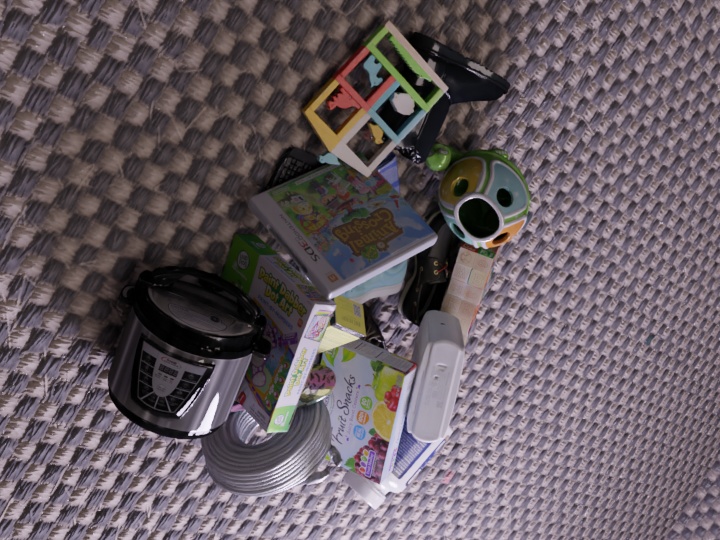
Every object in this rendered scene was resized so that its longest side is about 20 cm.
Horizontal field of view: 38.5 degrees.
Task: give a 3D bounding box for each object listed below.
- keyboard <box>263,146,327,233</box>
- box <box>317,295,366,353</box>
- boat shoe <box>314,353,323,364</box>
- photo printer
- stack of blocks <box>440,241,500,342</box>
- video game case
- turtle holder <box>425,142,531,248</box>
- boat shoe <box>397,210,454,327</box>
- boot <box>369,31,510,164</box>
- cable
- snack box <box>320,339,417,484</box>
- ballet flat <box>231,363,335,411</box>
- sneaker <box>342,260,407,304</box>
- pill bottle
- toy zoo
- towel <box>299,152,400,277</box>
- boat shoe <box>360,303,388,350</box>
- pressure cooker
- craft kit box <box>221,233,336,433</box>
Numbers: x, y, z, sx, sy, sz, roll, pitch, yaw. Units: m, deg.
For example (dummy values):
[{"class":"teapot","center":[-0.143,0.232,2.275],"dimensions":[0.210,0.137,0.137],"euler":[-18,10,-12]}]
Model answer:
[{"class":"keyboard","center":[-0.064,-0.094,1.488],"dimensions":[0.199,0.021,0.128],"euler":[20,103,-49]},{"class":"box","center":[-0.093,0.093,1.481],"dimensions":[0.199,0.051,0.075],"euler":[-23,151,31]},{"class":"boat shoe","center":[-0.082,0.120,1.596],"dimensions":[0.066,0.070,0.202],"euler":[-24,125,-29]},{"class":"photo printer","center":[0.117,0.160,1.642],"dimensions":[0.069,0.200,0.168],"euler":[12,103,-1]},{"class":"stack of blocks","center":[0.179,0.040,1.754],"dimensions":[0.115,0.058,0.202],"euler":[-49,157,-65]},{"class":"video game case","center":[-0.022,-0.067,1.400],"dimensions":[0.199,0.182,0.022],"euler":[-27,155,-33]},{"class":"turtle holder","center":[0.184,-0.122,1.592],"dimensions":[0.132,0.139,0.187],"euler":[-61,138,-62]},{"class":"boat shoe","center":[0.122,-0.001,1.708],"dimensions":[0.073,0.063,0.203],"euler":[-3,118,-40]},{"class":"boot","center":[0.115,-0.236,1.513],"dimensions":[0.199,0.076,0.170],"euler":[16,103,-42]},{"class":"cable","center":[-0.141,0.241,1.520],"dimensions":[0.198,0.201,0.070],"euler":[-21,130,-2]},{"class":"snack box","center":[-0.002,0.212,1.596],"dimensions":[0.053,0.141,0.202],"euler":[-31,137,-57]},{"class":"ballet flat","center":[-0.137,0.165,1.493],"dimensions":[0.198,0.070,0.071],"euler":[-8,148,15]},{"class":"sneaker","center":[0.000,0.000,1.581],"dimensions":[0.199,0.074,0.083],"euler":[-18,131,-51]},{"class":"pill bottle","center":[0.063,0.324,1.846],"dimensions":[0.200,0.111,0.111],"euler":[-48,140,-7]},{"class":"toy zoo","center":[0.011,-0.223,1.415],"dimensions":[0.200,0.020,0.131],"euler":[-47,113,-1]},{"class":"towel","center":[-0.016,-0.074,1.518],"dimensions":[0.199,0.024,0.148],"euler":[-32,137,-25]},{"class":"boat shoe","center":[0.006,0.103,1.658],"dimensions":[0.074,0.073,0.200],"euler":[-45,140,-10]},{"class":"pressure cooker","center":[-0.227,0.093,1.343],"dimensions":[0.175,0.178,0.202],"euler":[3,119,-46]},{"class":"craft kit box","center":[-0.135,0.083,1.407],"dimensions":[0.048,0.200,0.199],"euler":[6,113,-45]}]
